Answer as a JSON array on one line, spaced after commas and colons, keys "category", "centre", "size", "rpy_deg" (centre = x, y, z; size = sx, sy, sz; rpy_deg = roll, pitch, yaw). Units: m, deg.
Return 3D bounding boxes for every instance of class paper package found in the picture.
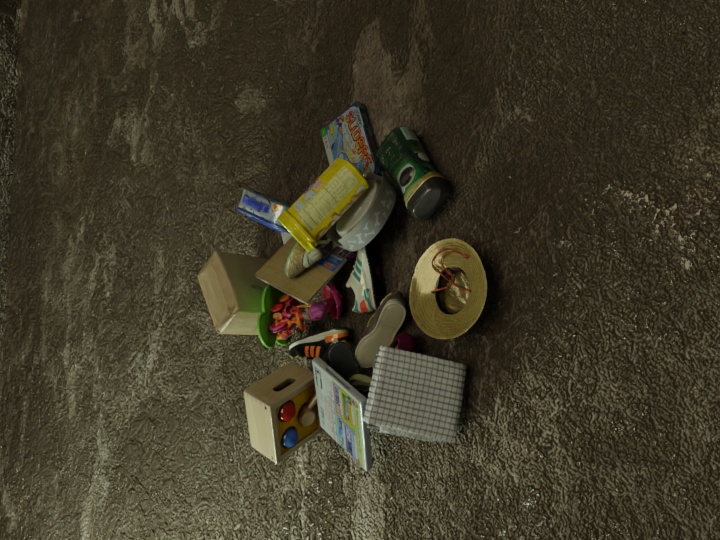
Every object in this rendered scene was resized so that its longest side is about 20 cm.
[{"category": "paper package", "centre": [-0.297, 0.060, 1.748], "size": [0.103, 0.197, 0.194], "rpy_deg": [-41, 61, 28]}]

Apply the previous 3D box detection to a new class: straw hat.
[{"category": "straw hat", "centre": [0.198, 0.044, 1.400], "size": [0.197, 0.084, 0.208], "rpy_deg": [-11, 72, 36]}]

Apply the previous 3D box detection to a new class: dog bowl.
[{"category": "dog bowl", "centre": [0.005, -0.133, 1.540], "size": [0.200, 0.058, 0.203], "rpy_deg": [-44, 26, 27]}]

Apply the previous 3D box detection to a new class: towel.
[{"category": "towel", "centre": [0.109, 0.253, 1.389], "size": [0.194, 0.086, 0.171], "rpy_deg": [11, 85, -5]}]

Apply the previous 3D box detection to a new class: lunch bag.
[{"category": "lunch bag", "centre": [-0.209, -0.139, 1.680], "size": [0.197, 0.158, 0.078], "rpy_deg": [23, 95, 41]}]

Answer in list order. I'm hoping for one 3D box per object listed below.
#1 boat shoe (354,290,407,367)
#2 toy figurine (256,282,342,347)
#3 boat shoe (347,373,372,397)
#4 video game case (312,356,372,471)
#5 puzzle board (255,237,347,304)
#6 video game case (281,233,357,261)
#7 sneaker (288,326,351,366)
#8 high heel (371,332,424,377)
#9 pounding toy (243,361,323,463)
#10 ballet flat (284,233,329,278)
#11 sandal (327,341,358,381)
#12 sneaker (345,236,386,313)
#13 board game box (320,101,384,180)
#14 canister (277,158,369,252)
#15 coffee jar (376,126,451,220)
[{"category": "boat shoe", "centre": [0.045, 0.134, 1.535], "size": [0.060, 0.070, 0.203], "rpy_deg": [-81, 16, -58]}, {"category": "toy figurine", "centre": [-0.132, 0.095, 1.626], "size": [0.179, 0.201, 0.154], "rpy_deg": [-16, 106, 19]}, {"category": "boat shoe", "centre": [0.052, 0.283, 1.472], "size": [0.195, 0.066, 0.074], "rpy_deg": [13, 126, 23]}, {"category": "video game case", "centre": [-0.040, 0.314, 1.494], "size": [0.181, 0.022, 0.205], "rpy_deg": [33, 137, 44]}, {"category": "puzzle board", "centre": [-0.144, -0.004, 1.646], "size": [0.197, 0.018, 0.151], "rpy_deg": [24, 60, 38]}, {"category": "video game case", "centre": [-0.109, -0.072, 1.710], "size": [0.198, 0.035, 0.186], "rpy_deg": [-35, 62, 32]}, {"category": "sneaker", "centre": [-0.100, 0.201, 1.645], "size": [0.197, 0.069, 0.093], "rpy_deg": [-23, 76, 38]}, {"category": "high heel", "centre": [0.054, 0.211, 1.493], "size": [0.068, 0.095, 0.202], "rpy_deg": [48, 114, 32]}, {"category": "pounding toy", "centre": [-0.151, 0.317, 1.600], "size": [0.140, 0.197, 0.190], "rpy_deg": [19, 123, 40]}, {"category": "ballet flat", "centre": [-0.110, -0.066, 1.611], "size": [0.064, 0.071, 0.204], "rpy_deg": [19, 74, 27]}, {"category": "sandal", "centre": [-0.029, 0.263, 1.566], "size": [0.043, 0.074, 0.207], "rpy_deg": [-162, 63, -77]}, {"category": "sneaker", "centre": [0.000, 0.001, 1.584], "size": [0.091, 0.070, 0.207], "rpy_deg": [-15, 77, 32]}, {"category": "board game box", "centre": [-0.020, -0.288, 1.665], "size": [0.134, 0.034, 0.205], "rpy_deg": [-30, 66, 34]}, {"category": "canister", "centre": [-0.083, -0.151, 1.522], "size": [0.200, 0.087, 0.148], "rpy_deg": [-46, 22, -2]}, {"category": "coffee jar", "centre": [0.119, -0.213, 1.502], "size": [0.105, 0.084, 0.203], "rpy_deg": [-47, 56, 31]}]
